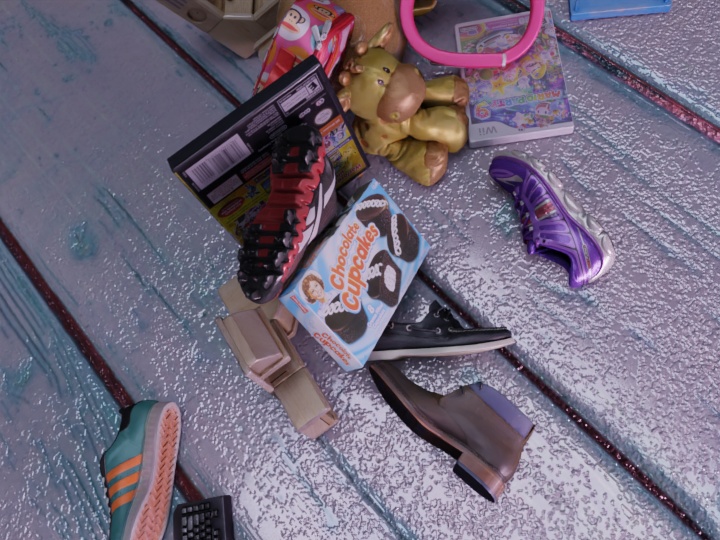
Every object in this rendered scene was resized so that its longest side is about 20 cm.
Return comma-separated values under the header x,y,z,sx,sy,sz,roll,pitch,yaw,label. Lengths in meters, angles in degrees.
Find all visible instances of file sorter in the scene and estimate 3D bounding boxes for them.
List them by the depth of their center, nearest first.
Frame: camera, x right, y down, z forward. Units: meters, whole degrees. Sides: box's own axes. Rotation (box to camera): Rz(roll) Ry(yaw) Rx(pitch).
x,y,z,sx,sy,sz,roll,pitch,yaw,label
0.364,-0.480,0.879,0.135,0.123,0.205,-1,68,10,file sorter

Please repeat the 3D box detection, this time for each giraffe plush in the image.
x,y,z,sx,sy,sz,roll,pitch,yaw,label
0.039,-0.223,0.818,0.195,0.162,0.177,1,72,15,giraffe plush

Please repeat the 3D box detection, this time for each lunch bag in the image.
x,y,z,sx,sy,sz,roll,pitch,yaw,label
-0.086,-0.230,0.778,0.081,0.202,0.177,28,33,-3,lunch bag

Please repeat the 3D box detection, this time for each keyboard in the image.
x,y,z,sx,sy,sz,roll,pitch,yaw,label
-0.156,0.364,0.717,0.124,0.021,0.205,-12,68,7,keyboard

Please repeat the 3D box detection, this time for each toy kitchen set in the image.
x,y,z,sx,sy,sz,roll,pitch,yaw,label
-0.057,0.050,0.731,0.179,0.164,0.202,-34,67,-4,toy kitchen set
-0.167,-0.383,0.882,0.197,0.178,0.167,-20,61,39,toy kitchen set

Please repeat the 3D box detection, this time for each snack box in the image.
x,y,z,sx,sy,sz,roll,pitch,yaw,label
0.000,0.000,0.728,0.116,0.037,0.201,47,50,-17,snack box

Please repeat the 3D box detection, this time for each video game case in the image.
x,y,z,sx,sy,sz,roll,pitch,yaw,label
-0.098,-0.127,0.748,0.198,0.181,0.026,-36,55,-1,video game case
0.212,-0.274,0.887,0.139,0.018,0.205,-6,68,9,video game case

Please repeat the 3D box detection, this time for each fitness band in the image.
x,y,z,sx,sy,sz,roll,pitch,yaw,label
0.150,-0.354,0.858,0.194,0.037,0.148,4,106,8,fitness band

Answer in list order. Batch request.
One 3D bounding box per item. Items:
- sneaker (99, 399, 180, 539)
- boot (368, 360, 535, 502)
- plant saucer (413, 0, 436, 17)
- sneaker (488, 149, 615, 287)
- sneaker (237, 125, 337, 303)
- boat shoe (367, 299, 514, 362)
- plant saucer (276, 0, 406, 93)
x,y,z,sx,sy,sz,roll,pitch,yaw,label
-0.275,0.260,0.759,0.078,0.072,0.205,-2,64,15,sneaker
0.104,0.155,0.722,0.200,0.075,0.097,43,72,13,boot
0.015,-0.455,0.982,0.195,0.049,0.205,-7,68,10,plant saucer
0.221,-0.066,0.775,0.083,0.081,0.201,-38,67,1,sneaker
-0.072,-0.052,0.695,0.069,0.098,0.205,6,69,27,sneaker
0.082,0.070,0.752,0.194,0.074,0.068,-8,79,19,boat shoe
-0.017,-0.331,0.871,0.199,0.202,0.035,-39,27,-6,plant saucer
